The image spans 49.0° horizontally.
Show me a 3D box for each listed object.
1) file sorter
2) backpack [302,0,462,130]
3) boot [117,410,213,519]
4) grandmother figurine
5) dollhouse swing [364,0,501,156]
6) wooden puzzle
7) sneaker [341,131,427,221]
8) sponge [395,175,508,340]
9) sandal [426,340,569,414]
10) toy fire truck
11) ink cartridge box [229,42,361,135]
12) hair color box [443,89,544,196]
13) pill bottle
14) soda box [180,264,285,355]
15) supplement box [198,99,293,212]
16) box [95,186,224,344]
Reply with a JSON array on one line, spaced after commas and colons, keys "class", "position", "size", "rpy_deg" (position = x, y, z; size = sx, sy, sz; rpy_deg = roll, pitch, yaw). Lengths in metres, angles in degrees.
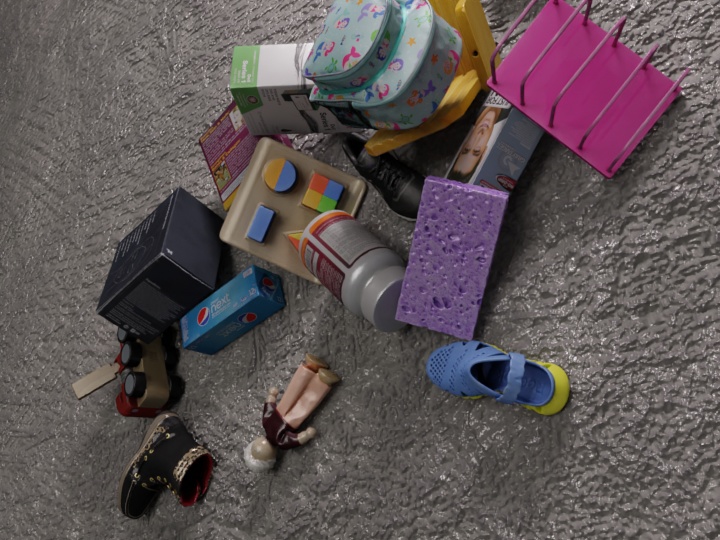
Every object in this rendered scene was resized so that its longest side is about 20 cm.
[{"class": "file sorter", "position": [0.268, -0.233, 0.942], "size": [0.200, 0.125, 0.139], "rpy_deg": [40, 97, 10]}, {"class": "backpack", "position": [0.032, -0.286, 1.070], "size": [0.199, 0.150, 0.179], "rpy_deg": [20, 82, 41]}, {"class": "boot", "position": [-0.338, 0.363, 1.369], "size": [0.150, 0.073, 0.202], "rpy_deg": [24, 86, 44]}, {"class": "grandmother figurine", "position": [-0.116, 0.227, 1.229], "size": [0.201, 0.060, 0.121], "rpy_deg": [-56, 38, 7]}, {"class": "dollhouse swing", "position": [0.076, -0.290, 1.152], "size": [0.198, 0.175, 0.184], "rpy_deg": [-16, 101, 37]}, {"class": "wooden puzzle", "position": [-0.113, -0.098, 1.285], "size": [0.198, 0.046, 0.187], "rpy_deg": [24, 91, 4]}, {"class": "sneaker", "position": [0.035, -0.146, 1.210], "size": [0.076, 0.087, 0.200], "rpy_deg": [-55, 47, 11]}, {"class": "sponge", "position": [0.119, -0.016, 1.046], "size": [0.110, 0.030, 0.202], "rpy_deg": [16, 109, 13]}, {"class": "sandal", "position": [0.160, 0.128, 0.999], "size": [0.199, 0.087, 0.081], "rpy_deg": [2, 77, 44]}, {"class": "toy fire truck", "position": [-0.450, 0.209, 1.502], "size": [0.200, 0.128, 0.177], "rpy_deg": [-46, 49, 34]}, {"class": "ink cartridge box", "position": [-0.097, -0.295, 1.290], "size": [0.197, 0.146, 0.085], "rpy_deg": [0, 68, 8]}, {"class": "hair color box", "position": [0.195, -0.185, 1.078], "size": [0.202, 0.060, 0.099], "rpy_deg": [-62, 20, 5]}, {"class": "pill bottle", "position": [0.000, 0.000, 1.172], "size": [0.200, 0.109, 0.110], "rpy_deg": [42, 103, 42]}, {"class": "soda box", "position": [-0.226, 0.072, 1.376], "size": [0.199, 0.068, 0.065], "rpy_deg": [-33, 54, 29]}, {"class": "supplement box", "position": [-0.196, -0.199, 1.426], "size": [0.131, 0.103, 0.201], "rpy_deg": [-42, 52, 22]}, {"class": "box", "position": [-0.362, -0.010, 1.453], "size": [0.196, 0.124, 0.201], "rpy_deg": [-38, 32, 27]}]
